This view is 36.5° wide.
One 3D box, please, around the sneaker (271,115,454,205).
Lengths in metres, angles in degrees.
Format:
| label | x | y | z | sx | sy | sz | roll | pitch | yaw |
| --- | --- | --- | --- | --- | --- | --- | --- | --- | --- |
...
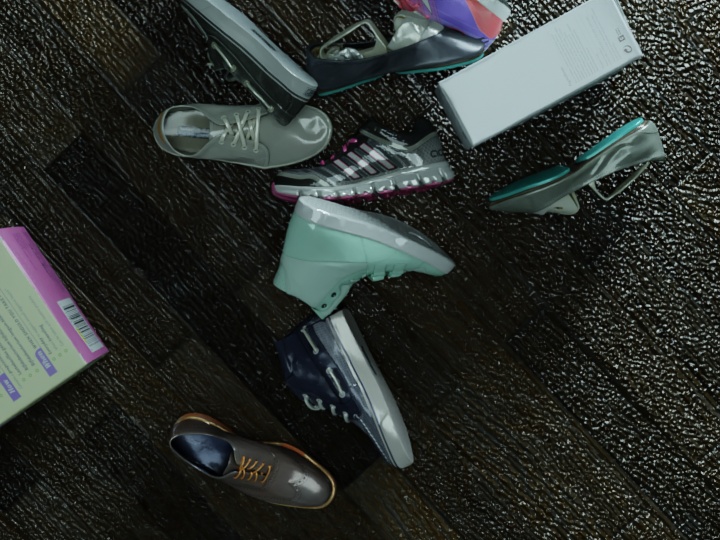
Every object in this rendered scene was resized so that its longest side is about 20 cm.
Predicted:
| label | x | y | z | sx | sy | sz | roll | pitch | yaw |
| --- | --- | --- | --- | --- | --- | --- | --- | --- | --- |
| sneaker | -0.001 | -0.121 | 1.193 | 0.199 | 0.074 | 0.088 | -9 | 87 | 4 |

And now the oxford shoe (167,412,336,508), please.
| label | x | y | z | sx | sy | sz | roll | pitch | yaw |
| --- | --- | --- | --- | --- | --- | --- | --- | --- | --- |
| oxford shoe | -0.124 | 0.223 | 1.219 | 0.199 | 0.073 | 0.071 | 19 | 94 | 0 |

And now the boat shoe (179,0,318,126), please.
| label | x | y | z | sx | sy | sz | roll | pitch | yaw |
| --- | --- | --- | --- | --- | --- | --- | --- | --- | --- |
| boat shoe | -0.136 | -0.236 | 1.178 | 0.200 | 0.071 | 0.064 | 44 | 107 | 15 |

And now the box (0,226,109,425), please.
| label | x | y | z | sx | sy | sz | roll | pitch | yaw |
| --- | --- | --- | --- | --- | --- | --- | --- | --- | --- |
| box | -0.417 | 0.079 | 1.208 | 0.200 | 0.097 | 0.176 | -34 | 93 | 3 |

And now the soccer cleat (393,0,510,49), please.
| label | x | y | z | sx | sy | sz | roll | pitch | yaw |
| --- | --- | --- | --- | --- | --- | --- | --- | --- | --- |
| soccer cleat | 0.062 | -0.303 | 1.180 | 0.200 | 0.068 | 0.073 | 29 | 99 | -3 |

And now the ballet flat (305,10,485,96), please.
| label | x | y | z | sx | sy | sz | roll | pitch | yaw |
| --- | --- | --- | --- | --- | --- | --- | --- | --- | --- |
| ballet flat | 0.030 | -0.237 | 1.160 | 0.199 | 0.073 | 0.073 | -8 | 94 | 21 |

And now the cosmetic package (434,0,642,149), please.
| label | x | y | z | sx | sy | sz | roll | pitch | yaw |
| --- | --- | --- | --- | --- | --- | --- | --- | --- | --- |
| cosmetic package | 0.183 | -0.208 | 1.159 | 0.200 | 0.113 | 0.081 | -27 | 93 | 2 |

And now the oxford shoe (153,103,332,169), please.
| label | x | y | z | sx | sy | sz | roll | pitch | yaw |
| --- | --- | --- | --- | --- | --- | --- | --- | --- | --- |
| oxford shoe | -0.131 | -0.151 | 1.201 | 0.199 | 0.058 | 0.075 | 2 | 91 | 0 |

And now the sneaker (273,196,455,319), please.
| label | x | y | z | sx | sy | sz | roll | pitch | yaw |
| --- | --- | --- | --- | --- | --- | --- | --- | --- | --- |
| sneaker | 0.000 | 0.000 | 1.186 | 0.200 | 0.074 | 0.118 | 16 | 108 | -27 |

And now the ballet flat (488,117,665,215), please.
| label | x | y | z | sx | sy | sz | roll | pitch | yaw |
| --- | --- | --- | --- | --- | --- | --- | --- | --- | --- |
| ballet flat | 0.238 | -0.095 | 1.188 | 0.200 | 0.067 | 0.064 | -28 | 100 | 4 |

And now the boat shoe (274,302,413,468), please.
| label | x | y | z | sx | sy | sz | roll | pitch | yaw |
| --- | --- | --- | --- | --- | --- | --- | --- | --- | --- |
| boat shoe | -0.020 | 0.139 | 1.216 | 0.093 | 0.075 | 0.200 | -26 | 84 | 8 |
